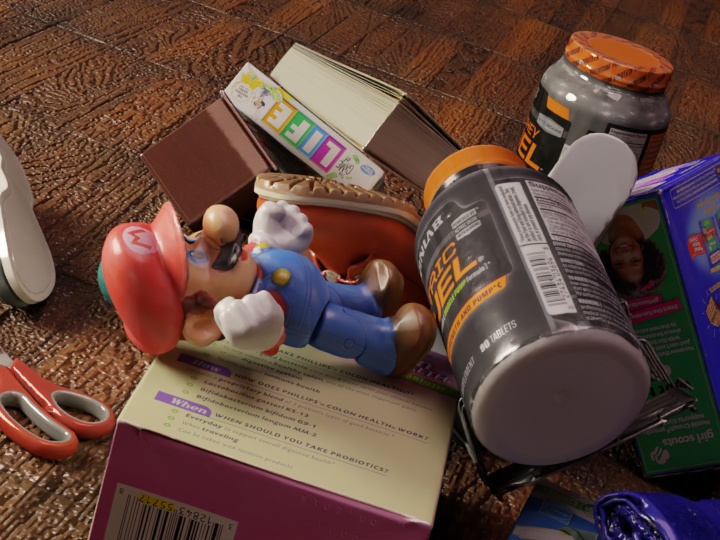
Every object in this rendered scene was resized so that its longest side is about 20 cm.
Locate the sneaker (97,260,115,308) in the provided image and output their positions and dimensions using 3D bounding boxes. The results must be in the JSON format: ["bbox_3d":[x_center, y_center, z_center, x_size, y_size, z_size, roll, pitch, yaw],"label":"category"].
[{"bbox_3d":[-0.093,0.036,1.068,0.199,0.072,0.080,21,20,5],"label":"sneaker"}]

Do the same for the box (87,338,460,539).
[{"bbox_3d":[-0.042,0.108,0.917,0.175,0.097,0.200,18,24,1],"label":"box"}]

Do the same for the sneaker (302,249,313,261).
[{"bbox_3d":[0.003,0.002,1.156,0.088,0.076,0.200,42,14,29],"label":"sneaker"}]

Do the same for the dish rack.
[{"bbox_3d":[0.127,0.082,1.003,0.153,0.055,0.200,-26,6,0],"label":"dish rack"}]

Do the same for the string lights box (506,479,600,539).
[{"bbox_3d":[0.113,0.201,0.869,0.102,0.059,0.200,23,24,11],"label":"string lights box"}]

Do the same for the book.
[{"bbox_3d":[0.022,-0.093,1.142,0.133,0.048,0.200,37,1,-30],"label":"book"}]

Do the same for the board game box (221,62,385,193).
[{"bbox_3d":[-0.042,-0.091,1.264,0.134,0.034,0.200,38,-5,5],"label":"board game box"}]

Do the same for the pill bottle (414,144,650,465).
[{"bbox_3d":[0.093,0.010,0.935,0.106,0.107,0.200,8,37,-20],"label":"pill bottle"}]

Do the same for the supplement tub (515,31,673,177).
[{"bbox_3d":[0.204,-0.105,1.419,0.122,0.201,0.123,15,23,-6],"label":"supplement tub"}]

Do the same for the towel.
[{"bbox_3d":[0.230,0.188,0.893,0.200,0.050,0.148,13,42,-47],"label":"towel"}]

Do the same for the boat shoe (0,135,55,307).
[{"bbox_3d":[-0.268,-0.030,1.130,0.062,0.073,0.200,-29,40,2],"label":"boat shoe"}]

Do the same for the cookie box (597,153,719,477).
[{"bbox_3d":[0.243,0.029,1.159,0.075,0.201,0.171,-14,5,32],"label":"cookie box"}]

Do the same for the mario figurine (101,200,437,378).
[{"bbox_3d":[-0.049,0.001,0.885,0.199,0.107,0.123,11,-11,-32],"label":"mario figurine"}]

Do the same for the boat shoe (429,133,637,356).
[{"bbox_3d":[0.112,-0.004,1.058,0.071,0.200,0.070,35,-8,7],"label":"boat shoe"}]

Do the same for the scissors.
[{"bbox_3d":[-0.233,0.058,0.993,0.200,0.014,0.073,34,30,30],"label":"scissors"}]

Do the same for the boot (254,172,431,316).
[{"bbox_3d":[0.000,0.000,1.029,0.200,0.108,0.075,21,-1,-43],"label":"boot"}]

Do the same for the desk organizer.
[{"bbox_3d":[-0.103,-0.064,1.210,0.072,0.077,0.200,54,-2,9],"label":"desk organizer"}]
